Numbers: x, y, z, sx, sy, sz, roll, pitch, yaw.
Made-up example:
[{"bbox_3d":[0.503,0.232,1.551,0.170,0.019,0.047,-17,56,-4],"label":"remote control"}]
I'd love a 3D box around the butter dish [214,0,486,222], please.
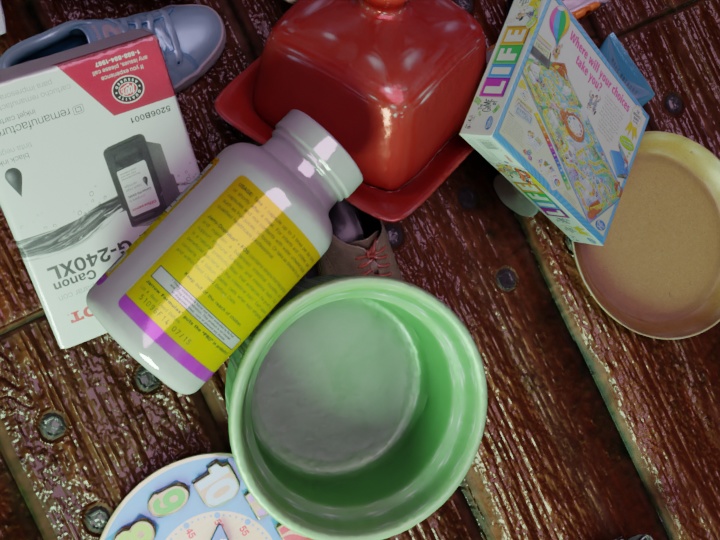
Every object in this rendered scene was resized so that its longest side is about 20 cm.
[{"bbox_3d":[0.012,-0.174,0.744,0.199,0.148,0.200,34,57,16],"label":"butter dish"}]

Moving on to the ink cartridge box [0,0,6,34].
[{"bbox_3d":[-0.378,-0.245,0.686,0.199,0.047,0.161,-17,108,-35],"label":"ink cartridge box"}]

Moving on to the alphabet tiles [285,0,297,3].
[{"bbox_3d":[-0.055,-0.336,0.817,0.199,0.015,0.197,-29,77,-1],"label":"alphabet tiles"}]

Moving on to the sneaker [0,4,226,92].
[{"bbox_3d":[-0.197,-0.173,0.759,0.199,0.082,0.074,-26,92,-17],"label":"sneaker"}]

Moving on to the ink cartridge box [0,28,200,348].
[{"bbox_3d":[-0.195,-0.062,0.709,0.144,0.083,0.201,-22,114,-16],"label":"ink cartridge box"}]

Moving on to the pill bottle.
[{"bbox_3d":[-0.090,-0.017,0.665,0.104,0.104,0.200,44,83,-7],"label":"pill bottle"}]

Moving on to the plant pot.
[{"bbox_3d":[0.288,-0.033,0.908,0.198,0.027,0.202,2,82,-16],"label":"plant pot"}]

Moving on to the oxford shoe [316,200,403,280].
[{"bbox_3d":[0.000,0.000,0.798,0.070,0.075,0.201,-29,92,-17],"label":"oxford shoe"}]

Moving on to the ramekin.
[{"bbox_3d":[-0.011,0.097,0.728,0.198,0.098,0.202,-2,98,-17],"label":"ramekin"}]

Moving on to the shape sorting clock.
[{"bbox_3d":[-0.115,0.249,0.757,0.198,0.039,0.202,2,83,-15],"label":"shape sorting clock"}]

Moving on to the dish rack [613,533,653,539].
[{"bbox_3d":[0.248,0.346,0.842,0.153,0.055,0.201,-33,91,-18],"label":"dish rack"}]

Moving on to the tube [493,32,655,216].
[{"bbox_3d":[0.205,-0.135,0.890,0.200,0.050,0.078,-47,112,-20],"label":"tube"}]

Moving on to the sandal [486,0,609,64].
[{"bbox_3d":[0.150,-0.235,0.865,0.206,0.079,0.060,-31,95,-15],"label":"sandal"}]

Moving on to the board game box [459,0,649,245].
[{"bbox_3d":[0.173,-0.125,0.802,0.200,0.034,0.135,34,75,-43],"label":"board game box"}]
